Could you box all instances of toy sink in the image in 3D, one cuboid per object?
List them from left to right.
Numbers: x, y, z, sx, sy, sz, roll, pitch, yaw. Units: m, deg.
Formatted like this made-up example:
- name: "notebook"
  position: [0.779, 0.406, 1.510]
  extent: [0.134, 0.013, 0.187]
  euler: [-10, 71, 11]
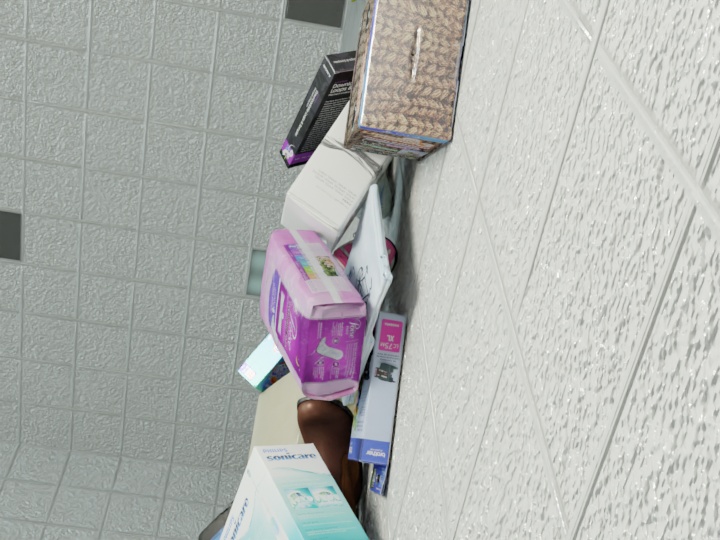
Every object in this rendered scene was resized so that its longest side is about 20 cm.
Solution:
- name: "toy sink"
  position: [-0.071, 0.227, 1.477]
  extent: [0.200, 0.110, 0.133]
  euler: [-40, 37, 55]

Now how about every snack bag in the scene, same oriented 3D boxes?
- name: "snack bag"
  position: [0.003, 0.024, 1.218]
  extent: [0.190, 0.021, 0.202]
  euler: [-96, 19, -52]

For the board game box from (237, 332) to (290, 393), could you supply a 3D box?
- name: "board game box"
  position: [-0.093, 0.107, 1.609]
  extent: [0.201, 0.045, 0.152]
  euler: [-49, -17, -4]

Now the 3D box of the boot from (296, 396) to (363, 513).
- name: "boot"
  position: [-0.041, 0.276, 1.250]
  extent: [0.202, 0.067, 0.190]
  euler: [-87, -10, -45]

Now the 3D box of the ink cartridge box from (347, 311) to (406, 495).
- name: "ink cartridge box"
  position: [0.016, 0.155, 1.208]
  extent: [0.119, 0.041, 0.204]
  euler: [129, 147, -79]

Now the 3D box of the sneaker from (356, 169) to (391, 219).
- name: "sneaker"
  position: [0.009, -0.141, 1.511]
  extent: [0.201, 0.071, 0.073]
  euler: [-89, 8, -58]

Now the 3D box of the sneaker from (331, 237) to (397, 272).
- name: "sneaker"
  position: [0.000, 0.000, 1.379]
  extent: [0.087, 0.074, 0.200]
  euler: [-34, -7, -38]

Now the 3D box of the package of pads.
- name: "package of pads"
  position: [-0.059, 0.046, 1.193]
  extent: [0.200, 0.074, 0.123]
  euler: [-127, 38, -57]

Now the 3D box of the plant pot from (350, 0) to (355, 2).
- name: "plant pot"
  position: [-0.058, -0.760, 2.441]
  extent: [0.199, 0.178, 0.204]
  euler: [127, 151, -76]

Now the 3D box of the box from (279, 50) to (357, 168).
- name: "box"
  position: [-0.018, -0.225, 1.411]
  extent: [0.036, 0.141, 0.201]
  euler: [60, 144, 19]

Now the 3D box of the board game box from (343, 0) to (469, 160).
- name: "board game box"
  position: [0.046, -0.217, 1.136]
  extent: [0.200, 0.095, 0.163]
  euler: [176, 101, -84]

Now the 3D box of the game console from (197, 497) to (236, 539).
- name: "game console"
  position: [-0.151, 0.425, 1.608]
  extent: [0.200, 0.115, 0.177]
  euler: [46, 144, 23]

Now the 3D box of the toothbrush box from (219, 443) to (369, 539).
- name: "toothbrush box"
  position: [-0.070, 0.314, 1.147]
  extent: [0.200, 0.084, 0.148]
  euler: [50, 127, 46]

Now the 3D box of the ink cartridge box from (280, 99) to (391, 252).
- name: "ink cartridge box"
  position: [-0.014, -0.132, 1.302]
  extent: [0.202, 0.084, 0.146]
  euler: [-59, 0, -14]
